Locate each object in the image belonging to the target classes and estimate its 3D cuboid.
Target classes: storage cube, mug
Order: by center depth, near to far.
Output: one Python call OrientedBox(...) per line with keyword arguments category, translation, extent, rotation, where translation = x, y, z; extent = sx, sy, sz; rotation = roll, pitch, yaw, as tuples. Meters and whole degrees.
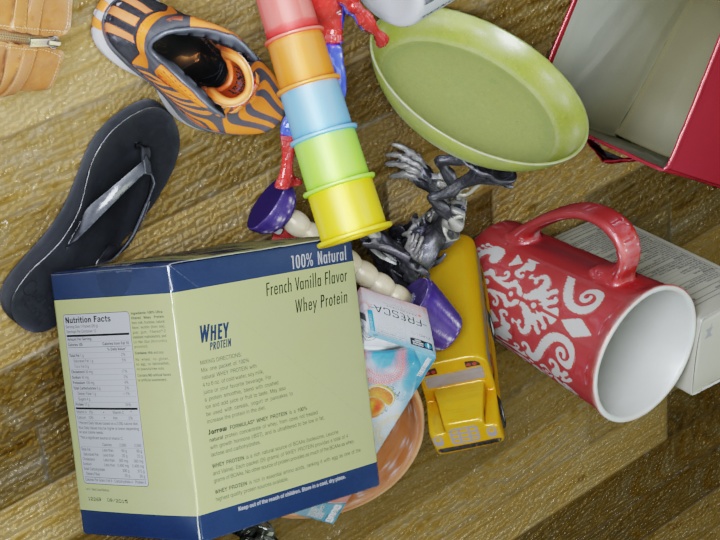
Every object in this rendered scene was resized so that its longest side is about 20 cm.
OrientedBox(category="mug", translation=(0.199, 0.019, 1.678), extent=(0.133, 0.200, 0.178), rotation=(9, 105, -45))
OrientedBox(category="storage cube", translation=(0.297, -0.183, 1.683), extent=(0.180, 0.171, 0.200), rotation=(10, 104, -47))

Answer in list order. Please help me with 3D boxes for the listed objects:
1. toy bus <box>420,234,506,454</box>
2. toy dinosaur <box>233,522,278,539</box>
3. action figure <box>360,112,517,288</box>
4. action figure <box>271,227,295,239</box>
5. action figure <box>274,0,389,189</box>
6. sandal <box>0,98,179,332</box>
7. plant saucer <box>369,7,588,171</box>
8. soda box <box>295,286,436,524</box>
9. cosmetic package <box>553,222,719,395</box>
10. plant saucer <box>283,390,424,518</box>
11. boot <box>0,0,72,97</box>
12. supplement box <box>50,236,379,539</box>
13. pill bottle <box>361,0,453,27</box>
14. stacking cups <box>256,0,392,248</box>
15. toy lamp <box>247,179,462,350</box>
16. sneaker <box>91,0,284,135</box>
OrientedBox(category="toy bus", translation=(0.084, 0.064, 1.599), extent=(0.065, 0.200, 0.078), rotation=(-11, 131, 8))
OrientedBox(category="toy dinosaur", translation=(-0.114, 0.276, 1.564), extent=(0.200, 0.136, 0.102), rotation=(36, 104, -7))
OrientedBox(category="action figure", translation=(0.049, -0.055, 1.562), extent=(0.200, 0.102, 0.119), rotation=(-46, -166, 39))
OrientedBox(category="action figure", translation=(-0.024, 0.021, 1.558), extent=(0.065, 0.052, 0.200), rotation=(-46, 117, -14))
OrientedBox(category="action figure", translation=(-0.018, -0.166, 1.434), extent=(0.099, 0.065, 0.200), rotation=(-19, 118, -59))
OrientedBox(category="sandal", translation=(-0.195, -0.036, 1.387), extent=(0.076, 0.043, 0.200), rotation=(34, 88, -48))
OrientedBox(category="plant saucer", translation=(0.094, -0.145, 1.505), extent=(0.200, 0.200, 0.031), rotation=(-11, 142, -40))
OrientedBox(category="soda box", translation=(-0.012, 0.114, 1.495), extent=(0.063, 0.068, 0.200), rotation=(17, 122, -19))
OrientedBox(category="cosmetic package", translation=(0.279, 0.030, 1.759), extent=(0.103, 0.200, 0.087), rotation=(-20, 125, -35))
OrientedBox(category="plant saucer", translation=(-0.045, 0.130, 1.569), extent=(0.200, 0.037, 0.200), rotation=(-3, 126, -5))
OrientedBox(category="boot", translation=(-0.257, -0.205, 1.217), extent=(0.155, 0.074, 0.200), rotation=(-4, 127, -41))
OrientedBox(category="supplement box", translation=(-0.108, 0.084, 1.382), extent=(0.200, 0.134, 0.200), rotation=(-11, 95, -48))
OrientedBox(category="pill bottle", translation=(0.087, -0.286, 1.471), extent=(0.200, 0.106, 0.106), rotation=(-33, 132, -25))
OrientedBox(category="stacking cups", translation=(-0.032, -0.120, 1.361), extent=(0.060, 0.060, 0.200), rotation=(-17, 90, -37))
OrientedBox(category="toy lamp", translation=(0.000, 0.000, 1.503), extent=(0.200, 0.058, 0.058), rotation=(34, 87, -21))
OrientedBox(category="sneaker", translation=(-0.106, -0.138, 1.364), extent=(0.200, 0.112, 0.078), rotation=(25, 95, -49))
